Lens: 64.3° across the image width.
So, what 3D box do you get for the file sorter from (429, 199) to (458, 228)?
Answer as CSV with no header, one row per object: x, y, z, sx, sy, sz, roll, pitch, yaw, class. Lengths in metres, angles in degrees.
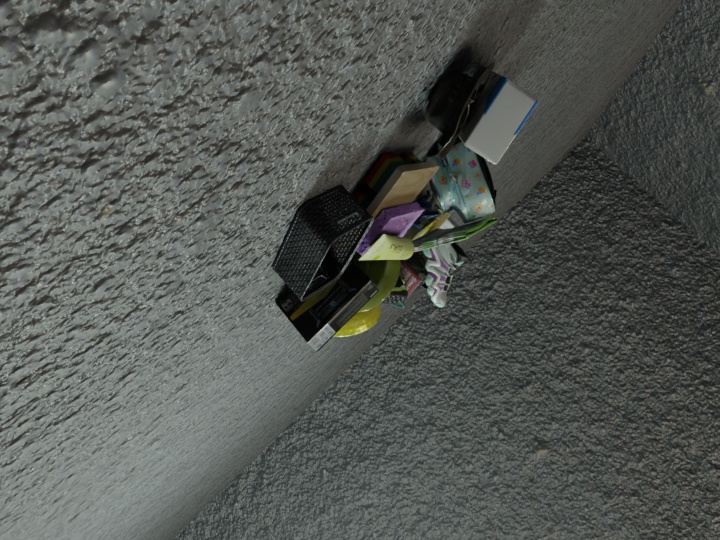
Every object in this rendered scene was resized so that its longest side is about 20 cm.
0.216,-0.100,1.825,0.124,0.139,0.201,-38,166,-15,file sorter

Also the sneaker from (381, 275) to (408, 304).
0.038,0.034,1.461,0.198,0.084,0.071,13,146,-41,sneaker

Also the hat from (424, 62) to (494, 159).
0.176,-0.323,1.107,0.203,0.080,0.201,-59,176,-7,hat

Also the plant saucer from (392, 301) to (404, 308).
0.044,0.042,1.613,0.036,0.198,0.200,-60,170,-9,plant saucer

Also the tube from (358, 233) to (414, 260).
0.061,-0.047,1.238,0.199,0.051,0.059,-1,98,-66,tube

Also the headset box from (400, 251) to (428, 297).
0.132,-0.018,1.659,0.075,0.200,0.148,-51,165,30,headset box

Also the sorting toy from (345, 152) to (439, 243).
0.054,-0.165,1.237,0.200,0.070,0.199,-52,167,28,sorting toy

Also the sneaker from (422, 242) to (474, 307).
0.248,-0.004,1.569,0.138,0.204,0.077,-9,-177,32,sneaker

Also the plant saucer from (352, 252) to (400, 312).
0.000,0.000,1.362,0.200,0.200,0.031,-45,141,2,plant saucer

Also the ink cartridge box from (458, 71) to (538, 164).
0.274,-0.324,1.194,0.147,0.083,0.201,-58,-170,21,ink cartridge box

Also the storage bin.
-0.076,-0.051,1.124,0.135,0.094,0.201,-33,162,-43,storage bin

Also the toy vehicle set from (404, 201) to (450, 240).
0.184,-0.124,1.580,0.125,0.026,0.200,-50,166,12,toy vehicle set

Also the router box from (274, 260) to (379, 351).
-0.079,0.060,1.312,0.200,0.157,0.052,-43,140,-4,router box

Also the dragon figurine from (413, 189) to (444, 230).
0.146,-0.141,1.405,0.099,0.059,0.201,-33,-154,4,dragon figurine

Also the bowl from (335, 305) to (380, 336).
-0.046,0.072,1.507,0.199,0.198,0.110,-34,129,-41,bowl

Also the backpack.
0.250,-0.216,1.411,0.151,0.203,0.176,-28,170,5,backpack

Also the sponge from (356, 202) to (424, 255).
0.067,-0.095,1.275,0.112,0.030,0.199,-51,167,26,sponge

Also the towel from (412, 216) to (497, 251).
0.230,-0.097,1.454,0.148,0.031,0.198,-29,-169,-41,towel
